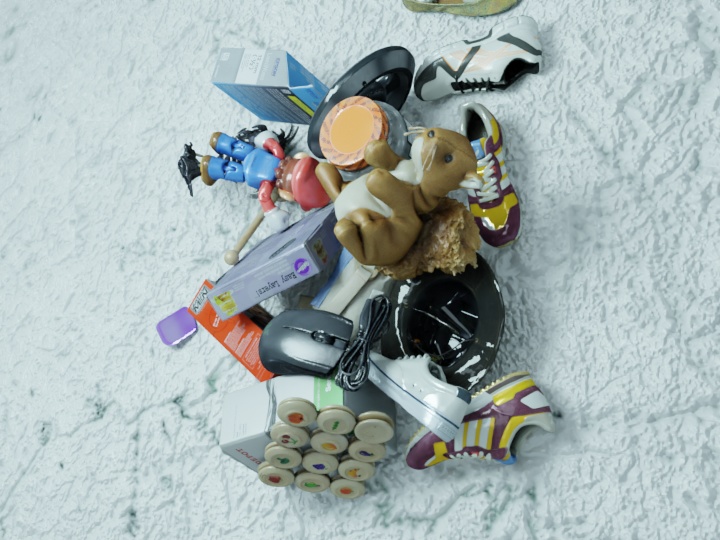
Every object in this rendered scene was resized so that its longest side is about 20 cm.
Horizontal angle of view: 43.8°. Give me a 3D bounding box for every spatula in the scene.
[{"bbox_3d":[-0.248,0.047,1.440,0.200,0.020,0.057,-42,57,11],"label":"spatula"}]

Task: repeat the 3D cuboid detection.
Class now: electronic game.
[{"bbox_3d":[0.002,-0.238,1.283,0.200,0.200,0.042,-46,73,9],"label":"electronic game"}]

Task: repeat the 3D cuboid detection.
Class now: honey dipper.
[{"bbox_3d":[-0.153,-0.082,1.362,0.037,0.038,0.201,6,48,31],"label":"honey dipper"}]

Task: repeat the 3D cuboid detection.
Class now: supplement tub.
[{"bbox_3d":[0.033,-0.153,1.234,0.121,0.199,0.125,-10,69,27],"label":"supplement tub"}]

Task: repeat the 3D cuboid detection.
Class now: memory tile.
[{"bbox_3d":[-0.047,0.233,1.148,0.151,0.202,0.017,12,45,-8],"label":"memory tile"}]

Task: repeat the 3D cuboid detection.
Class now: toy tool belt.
[{"bbox_3d":[0.000,0.000,1.251,0.122,0.125,0.202,32,91,25],"label":"toy tool belt"}]

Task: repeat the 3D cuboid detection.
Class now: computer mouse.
[{"bbox_3d":[-0.062,0.084,1.151,0.197,0.053,0.140,-4,50,37],"label":"computer mouse"}]

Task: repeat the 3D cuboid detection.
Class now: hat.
[{"bbox_3d":[0.123,0.073,1.181,0.198,0.080,0.205,-10,74,36],"label":"hat"}]

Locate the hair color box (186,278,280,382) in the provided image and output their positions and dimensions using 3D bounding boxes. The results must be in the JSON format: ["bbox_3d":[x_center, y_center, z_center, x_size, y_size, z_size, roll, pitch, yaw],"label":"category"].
[{"bbox_3d":[-0.157,0.097,1.322,0.199,0.101,0.062,37,97,33],"label":"hair color box"}]

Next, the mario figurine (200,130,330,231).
[{"bbox_3d":[-0.135,-0.135,1.344,0.197,0.106,0.125,19,109,9],"label":"mario figurine"}]

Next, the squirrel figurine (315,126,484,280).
[{"bbox_3d":[0.073,-0.084,1.107,0.185,0.200,0.142,-33,35,12],"label":"squirrel figurine"}]

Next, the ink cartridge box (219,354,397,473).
[{"bbox_3d":[-0.070,0.205,1.203,0.197,0.146,0.085,-19,49,23],"label":"ink cartridge box"}]

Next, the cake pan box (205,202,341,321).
[{"bbox_3d":[-0.107,-0.022,1.286,0.182,0.200,0.053,-24,105,25],"label":"cake pan box"}]

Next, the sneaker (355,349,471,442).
[{"bbox_3d":[0.068,0.138,1.119,0.071,0.073,0.199,-51,43,-5],"label":"sneaker"}]

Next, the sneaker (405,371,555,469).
[{"bbox_3d":[0.146,0.212,1.115,0.199,0.075,0.091,-38,65,20],"label":"sneaker"}]

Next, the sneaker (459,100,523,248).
[{"bbox_3d":[0.166,-0.130,1.214,0.074,0.090,0.203,-19,65,23],"label":"sneaker"}]

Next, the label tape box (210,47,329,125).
[{"bbox_3d":[-0.112,-0.284,1.395,0.197,0.143,0.067,9,79,32],"label":"label tape box"}]

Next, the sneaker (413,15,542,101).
[{"bbox_3d":[0.166,-0.286,1.277,0.198,0.073,0.081,-23,66,23],"label":"sneaker"}]

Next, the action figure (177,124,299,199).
[{"bbox_3d":[-0.189,-0.174,1.432,0.197,0.104,0.119,-17,26,-17],"label":"action figure"}]

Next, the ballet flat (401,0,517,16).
[{"bbox_3d":[0.141,-0.421,1.340,0.197,0.070,0.072,10,79,32],"label":"ballet flat"}]
